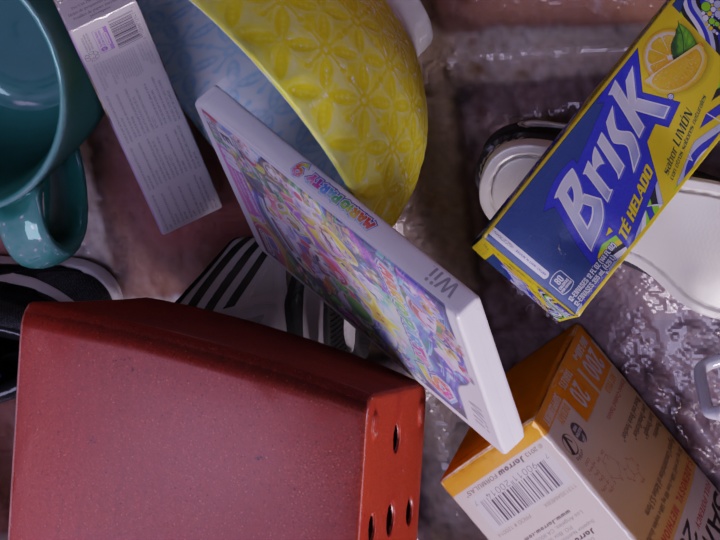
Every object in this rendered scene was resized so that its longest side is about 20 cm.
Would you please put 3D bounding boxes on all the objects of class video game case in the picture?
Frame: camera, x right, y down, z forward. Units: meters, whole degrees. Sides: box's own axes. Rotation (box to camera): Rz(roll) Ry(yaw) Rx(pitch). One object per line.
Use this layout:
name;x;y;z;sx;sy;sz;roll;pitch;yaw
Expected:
video game case;0.000;0.000;1.251;0.200;0.018;0.144;39;164;31

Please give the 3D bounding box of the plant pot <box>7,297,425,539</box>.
plant pot;-0.066;0.122;1.270;0.175;0.200;0.202;4;91;13

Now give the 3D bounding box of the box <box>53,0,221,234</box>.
box;-0.119;-0.092;1.304;0.041;0.039;0.200;-25;148;-3

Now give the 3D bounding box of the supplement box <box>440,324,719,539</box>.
supplement box;0.146;0.145;1.340;0.073;0.126;0.200;-36;99;27

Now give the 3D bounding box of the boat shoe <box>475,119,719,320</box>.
boat shoe;0.156;-0.029;1.293;0.198;0.060;0.074;15;114;-4

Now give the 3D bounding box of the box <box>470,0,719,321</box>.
box;0.142;-0.071;1.217;0.064;0.070;0.200;38;85;0

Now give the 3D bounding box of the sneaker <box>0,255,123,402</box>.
sneaker;-0.250;0.033;1.433;0.198;0.112;0.074;-3;110;19

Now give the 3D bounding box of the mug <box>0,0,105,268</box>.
mug;-0.211;-0.110;1.353;0.151;0.115;0.186;16;118;11

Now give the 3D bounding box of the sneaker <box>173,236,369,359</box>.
sneaker;-0.057;0.077;1.403;0.115;0.076;0.202;8;95;27

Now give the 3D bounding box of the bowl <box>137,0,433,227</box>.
bowl;-0.026;-0.115;1.278;0.108;0.200;0.200;-41;98;-14

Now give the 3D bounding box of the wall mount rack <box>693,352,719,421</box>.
wall mount rack;0.274;0.087;1.286;0.172;0.075;0.201;-15;121;6
